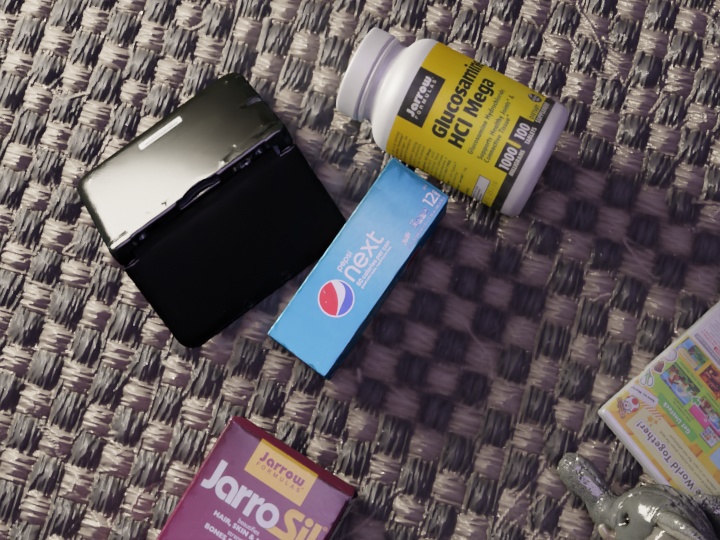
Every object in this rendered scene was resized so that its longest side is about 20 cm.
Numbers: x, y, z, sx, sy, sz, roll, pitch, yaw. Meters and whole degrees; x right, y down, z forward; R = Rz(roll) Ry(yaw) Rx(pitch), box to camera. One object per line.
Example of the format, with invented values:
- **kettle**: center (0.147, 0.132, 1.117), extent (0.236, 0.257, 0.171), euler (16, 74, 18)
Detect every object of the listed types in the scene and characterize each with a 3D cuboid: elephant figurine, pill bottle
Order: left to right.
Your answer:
- **pill bottle**: center (0.083, -0.143, 0.902), extent (0.198, 0.112, 0.114), euler (28, 82, 6)
- **elephant figurine**: center (0.270, 0.243, 0.818), extent (0.153, 0.141, 0.203), euler (-16, 84, 4)

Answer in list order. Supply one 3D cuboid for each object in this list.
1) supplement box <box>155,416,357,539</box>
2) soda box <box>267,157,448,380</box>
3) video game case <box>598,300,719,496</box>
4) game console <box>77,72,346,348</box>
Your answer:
- **supplement box**: center (-0.106, 0.248, 0.848), extent (0.130, 0.103, 0.202), euler (30, 82, 7)
- **soda box**: center (0.000, 0.000, 0.905), extent (0.067, 0.064, 0.201), euler (34, 83, 7)
- **video game case**: center (0.351, 0.149, 0.893), extent (0.181, 0.023, 0.201), euler (-40, 83, -5)
- **game console**: center (-0.145, -0.062, 0.943), extent (0.199, 0.117, 0.176), euler (-36, 51, -5)
